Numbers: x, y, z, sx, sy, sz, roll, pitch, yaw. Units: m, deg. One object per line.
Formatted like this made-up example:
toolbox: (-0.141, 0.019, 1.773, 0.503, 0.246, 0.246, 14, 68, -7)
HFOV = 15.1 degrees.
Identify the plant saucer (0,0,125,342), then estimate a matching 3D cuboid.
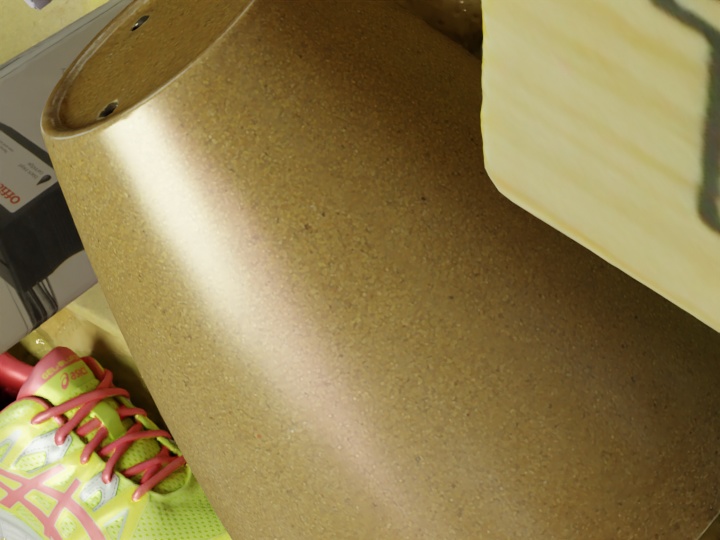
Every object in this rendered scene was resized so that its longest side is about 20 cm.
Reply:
plant saucer: (-0.057, -0.050, 1.035, 0.200, 0.048, 0.200, 30, 134, 23)

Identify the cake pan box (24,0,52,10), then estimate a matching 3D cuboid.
cake pan box: (-0.096, -0.210, 0.858, 0.184, 0.200, 0.052, 47, 177, 5)

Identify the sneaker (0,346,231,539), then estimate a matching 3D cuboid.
sneaker: (-0.117, 0.080, 1.161, 0.199, 0.078, 0.091, 15, 120, 31)

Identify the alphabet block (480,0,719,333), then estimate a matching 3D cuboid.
alphabet block: (0.162, -0.085, 0.652, 0.200, 0.195, 0.197, 35, 151, 26)

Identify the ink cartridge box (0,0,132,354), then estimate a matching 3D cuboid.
ink cartridge box: (-0.161, -0.004, 0.972, 0.145, 0.200, 0.084, -22, 103, 47)

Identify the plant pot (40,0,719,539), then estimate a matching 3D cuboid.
plant pot: (0.000, 0.000, 0.838, 0.186, 0.187, 0.200, -13, 125, 46)
